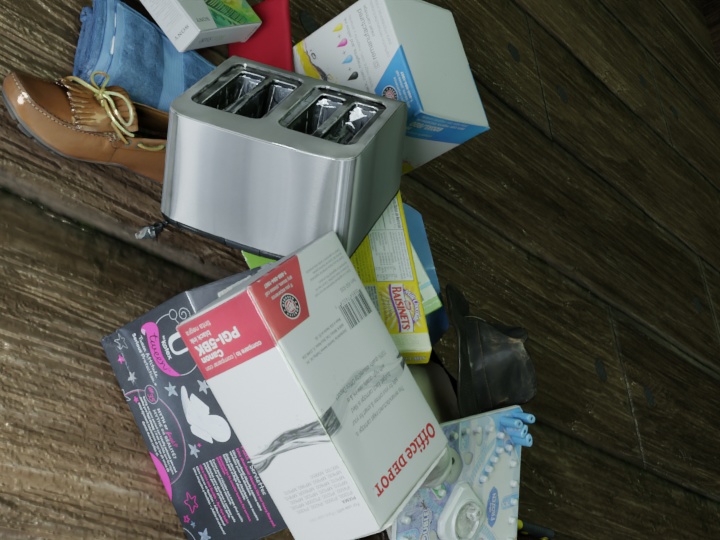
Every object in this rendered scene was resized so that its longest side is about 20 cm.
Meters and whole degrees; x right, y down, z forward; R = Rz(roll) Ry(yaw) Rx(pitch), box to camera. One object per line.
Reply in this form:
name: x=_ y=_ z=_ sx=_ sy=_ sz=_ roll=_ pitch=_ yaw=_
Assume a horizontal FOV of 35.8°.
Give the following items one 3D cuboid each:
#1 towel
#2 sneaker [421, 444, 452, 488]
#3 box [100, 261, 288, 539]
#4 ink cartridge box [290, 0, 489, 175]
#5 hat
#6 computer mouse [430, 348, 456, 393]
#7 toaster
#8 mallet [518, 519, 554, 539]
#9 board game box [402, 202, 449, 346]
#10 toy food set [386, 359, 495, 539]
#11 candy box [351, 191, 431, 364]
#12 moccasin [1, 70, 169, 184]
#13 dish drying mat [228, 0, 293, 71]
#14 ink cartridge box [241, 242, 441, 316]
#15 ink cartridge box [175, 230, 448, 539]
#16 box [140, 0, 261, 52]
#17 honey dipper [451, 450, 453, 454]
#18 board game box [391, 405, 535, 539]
towel: x=-0.185 y=-0.177 z=1.077 sx=0.199 sy=0.048 sz=0.113 roll=31 pitch=45 yaw=-42
sneaker: x=0.000 y=0.113 z=0.990 sx=0.199 sy=0.080 sz=0.071 roll=32 pitch=71 yaw=13
box: x=-0.101 y=0.113 z=0.934 sx=0.132 sy=0.114 sz=0.202 roll=-22 pitch=87 yaw=-58
ink cartridge box: x=0.008 y=-0.185 z=1.223 sx=0.144 sy=0.199 sz=0.149 roll=-1 pitch=69 yaw=-53
hat: x=0.148 y=0.103 z=1.198 sx=0.200 sy=0.080 sz=0.204 roll=-9 pitch=90 yaw=-78
computer mouse: x=0.074 y=0.164 z=1.229 sx=0.200 sy=0.046 sz=0.142 roll=46 pitch=40 yaw=-33
toaster: x=-0.070 y=-0.094 z=0.981 sx=0.200 sy=0.178 sz=0.120 roll=-54 pitch=156 yaw=-55
mallet: x=0.185 y=0.289 z=1.278 sx=0.199 sy=0.065 sz=0.042 roll=23 pitch=52 yaw=-48
board game box: x=0.002 y=0.015 z=1.189 sx=0.156 sy=0.039 sz=0.203 roll=-7 pitch=67 yaw=-16
toy food set: x=0.049 y=0.204 z=1.132 sx=0.142 sy=0.060 sz=0.203 roll=-20 pitch=90 yaw=-41
candy box: x=0.000 y=0.000 z=1.032 sx=0.101 sy=0.027 sz=0.202 roll=-1 pitch=51 yaw=-10
moccasin: x=-0.217 y=-0.130 z=0.957 sx=0.200 sy=0.078 sz=0.074 roll=21 pitch=33 yaw=-48
dish drying mat: x=-0.106 y=-0.205 z=1.190 sx=0.018 sy=0.076 sz=0.202 roll=46 pitch=33 yaw=-53
ink cartridge box: x=-0.034 y=-0.018 z=1.101 sx=0.147 sy=0.076 sz=0.202 roll=-27 pitch=92 yaw=-23
ink cartridge box: x=-0.032 y=0.092 z=0.862 sx=0.202 sy=0.082 sz=0.147 roll=62 pitch=31 yaw=-4
box: x=-0.197 y=-0.313 z=1.121 sx=0.201 sy=0.036 sz=0.144 roll=54 pitch=26 yaw=0
honey dipper: x=0.021 y=0.222 z=1.046 sx=0.199 sy=0.038 sz=0.038 roll=-33 pitch=96 yaw=-37
board game box: x=0.105 y=0.248 z=1.098 sx=0.198 sy=0.026 sz=0.203 roll=-5 pitch=99 yaw=-47
